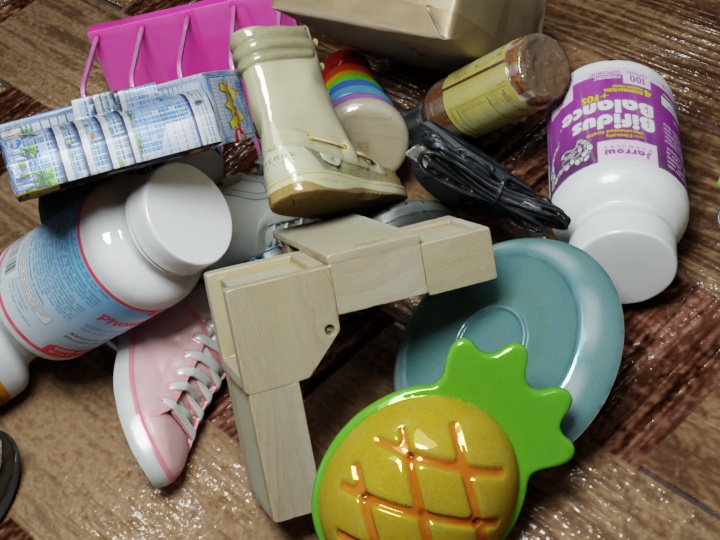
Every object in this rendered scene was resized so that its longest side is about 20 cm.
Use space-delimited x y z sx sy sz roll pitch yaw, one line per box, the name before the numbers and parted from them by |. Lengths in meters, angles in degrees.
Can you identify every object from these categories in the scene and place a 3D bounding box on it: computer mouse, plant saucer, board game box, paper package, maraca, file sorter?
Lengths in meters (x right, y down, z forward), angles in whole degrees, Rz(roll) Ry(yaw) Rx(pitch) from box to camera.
computer mouse | 0.083 -0.074 1.095 0.053 0.138 0.200 -59 14 9
plant saucer | 0.102 0.060 1.003 0.200 0.027 0.201 -21 53 30
board game box | -0.173 -0.108 1.019 0.199 0.062 0.200 -17 6 -13
paper package | 0.049 -0.251 1.223 0.190 0.200 0.104 14 93 26
maraca | 0.056 0.137 0.918 0.200 0.137 0.107 -44 9 6
file sorter | -0.150 -0.165 1.277 0.200 0.139 0.126 -11 39 7

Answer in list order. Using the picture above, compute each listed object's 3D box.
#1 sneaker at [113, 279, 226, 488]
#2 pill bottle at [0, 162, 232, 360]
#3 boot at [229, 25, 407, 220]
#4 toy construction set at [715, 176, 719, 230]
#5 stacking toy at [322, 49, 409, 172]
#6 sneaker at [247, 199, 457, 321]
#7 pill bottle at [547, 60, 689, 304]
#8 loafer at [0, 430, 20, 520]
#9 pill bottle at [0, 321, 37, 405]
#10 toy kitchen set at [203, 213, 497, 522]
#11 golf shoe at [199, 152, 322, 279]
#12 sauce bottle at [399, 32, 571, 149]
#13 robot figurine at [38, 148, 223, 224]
sneaker | -0.139 0.080 1.083 0.104 0.075 0.200 -20 39 6
pill bottle | -0.194 -0.008 1.045 0.200 0.109 0.109 -26 33 40
boot | -0.034 -0.121 1.113 0.073 0.200 0.156 -23 79 26
toy construction set | 0.359 -0.055 1.044 0.131 0.092 0.200 -53 41 0
stacking toy | -0.010 -0.157 1.265 0.085 0.086 0.200 -17 30 1
sneaker | 0.000 0.000 1.136 0.200 0.073 0.082 -22 81 -18
pill bottle | 0.210 -0.072 1.095 0.112 0.112 0.200 -6 45 12
loafer | -0.342 0.195 1.039 0.073 0.071 0.200 13 52 29
pill bottle | -0.352 0.079 1.129 0.200 0.111 0.111 -32 46 -15
toy kitchen set | -0.010 0.059 1.030 0.200 0.181 0.163 -14 13 -15
golf shoe | -0.071 -0.047 1.165 0.097 0.078 0.200 19 37 18
sauce bottle | 0.100 -0.152 1.184 0.066 0.066 0.200 -50 18 -29
robot figurine | -0.207 -0.069 1.183 0.200 0.125 0.150 -38 -6 37
